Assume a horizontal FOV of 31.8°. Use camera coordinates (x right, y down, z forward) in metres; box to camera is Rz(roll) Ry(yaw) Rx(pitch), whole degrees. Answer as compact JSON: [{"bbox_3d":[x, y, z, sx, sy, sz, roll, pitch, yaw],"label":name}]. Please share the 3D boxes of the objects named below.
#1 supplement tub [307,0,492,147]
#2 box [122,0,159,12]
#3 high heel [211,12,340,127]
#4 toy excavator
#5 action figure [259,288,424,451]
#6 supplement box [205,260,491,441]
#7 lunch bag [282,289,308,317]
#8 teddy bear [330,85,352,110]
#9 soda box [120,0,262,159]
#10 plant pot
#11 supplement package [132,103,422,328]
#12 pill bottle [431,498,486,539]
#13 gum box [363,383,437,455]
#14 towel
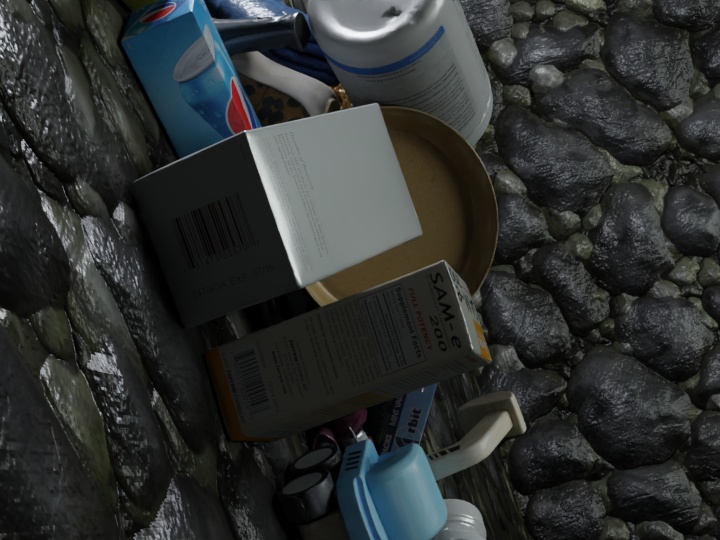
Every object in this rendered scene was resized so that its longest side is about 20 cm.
[{"bbox_3d":[0.041,-0.198,1.159,0.200,0.130,0.134,56,17,-58],"label":"supplement tub"},{"bbox_3d":[-0.197,-0.274,1.025,0.200,0.049,0.076,47,25,-71],"label":"box"},{"bbox_3d":[-0.093,-0.141,1.159,0.072,0.140,0.202,-63,145,-48],"label":"high heel"},{"bbox_3d":[0.047,0.177,1.069,0.195,0.197,0.101,-65,134,-78],"label":"toy excavator"},{"bbox_3d":[-0.030,0.114,1.188,0.148,0.134,0.202,26,-35,32],"label":"action figure"},{"bbox_3d":[-0.005,0.067,0.985,0.126,0.197,0.075,36,35,-76],"label":"supplement box"},{"bbox_3d":[-0.007,-0.017,1.322,0.078,0.159,0.200,62,16,-14],"label":"lunch bag"},{"bbox_3d":[-0.041,-0.114,1.287,0.066,0.199,0.148,17,76,-37],"label":"teddy bear"},{"bbox_3d":[-0.129,-0.132,1.080,0.065,0.067,0.202,-97,165,-58],"label":"soda box"},{"bbox_3d":[0.026,-0.043,1.124,0.027,0.197,0.203,177,-108,-76],"label":"plant pot"},{"bbox_3d":[-0.057,-0.047,0.975,0.199,0.116,0.119,-24,94,-58],"label":"supplement package"},{"bbox_3d":[0.102,0.350,1.329,0.202,0.115,0.117,-101,168,-48],"label":"pill bottle"},{"bbox_3d":[0.040,0.121,1.338,0.200,0.044,0.172,-95,-161,-71],"label":"gum box"},{"bbox_3d":[-0.097,-0.246,1.246,0.110,0.049,0.200,10,22,-39],"label":"towel"}]
